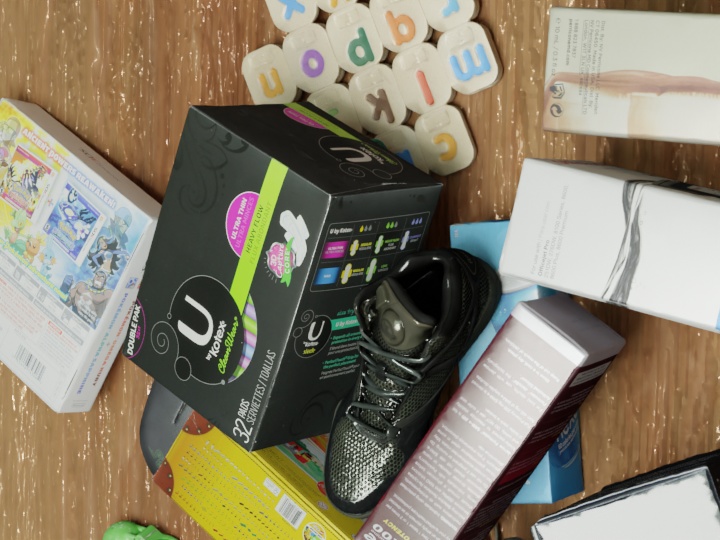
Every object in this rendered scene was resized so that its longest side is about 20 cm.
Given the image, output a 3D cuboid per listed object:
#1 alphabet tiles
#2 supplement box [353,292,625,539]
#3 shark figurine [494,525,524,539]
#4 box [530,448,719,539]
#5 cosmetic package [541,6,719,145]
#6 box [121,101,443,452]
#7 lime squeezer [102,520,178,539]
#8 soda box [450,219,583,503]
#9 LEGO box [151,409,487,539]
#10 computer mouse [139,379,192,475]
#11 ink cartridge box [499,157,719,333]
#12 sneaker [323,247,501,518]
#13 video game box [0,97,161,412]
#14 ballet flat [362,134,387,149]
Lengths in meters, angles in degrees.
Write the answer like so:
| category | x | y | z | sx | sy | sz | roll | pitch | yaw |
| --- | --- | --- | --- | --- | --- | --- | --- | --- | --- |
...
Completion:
| category | x | y | z | sx | sy | sz | roll | pitch | yaw |
| --- | --- | --- | --- | --- | --- | --- | --- | --- | --- |
| alphabet tiles | 0.006 | -0.152 | 1.398 | 0.200 | 0.015 | 0.196 | -22 | 88 | 27 |
| supplement box | 0.088 | 0.113 | 1.246 | 0.061 | 0.109 | 0.200 | 37 | 104 | 16 |
| shark figurine | 0.126 | 0.218 | 1.289 | 0.089 | 0.215 | 0.128 | -3 | 63 | 8 |
| box | 0.217 | 0.227 | 1.198 | 0.124 | 0.197 | 0.200 | -21 | 83 | 17 |
| cosmetic package | 0.232 | -0.127 | 1.237 | 0.200 | 0.103 | 0.087 | 7 | 97 | 29 |
| box | -0.057 | 0.000 | 1.315 | 0.148 | 0.124 | 0.200 | 33 | 116 | 34 |
| lime squeezer | -0.172 | 0.241 | 1.502 | 0.200 | 0.038 | 0.071 | 7 | 95 | 27 |
| soda box | 0.112 | 0.063 | 1.329 | 0.068 | 0.064 | 0.201 | -3 | 91 | 28 |
| LEGO box | -0.028 | 0.175 | 1.359 | 0.200 | 0.149 | 0.077 | 40 | 112 | 21 |
| computer mouse | -0.126 | 0.088 | 1.463 | 0.138 | 0.053 | 0.200 | 25 | 103 | 24 |
| ink cartridge box | 0.212 | -0.014 | 1.227 | 0.200 | 0.145 | 0.084 | 15 | 98 | 26 |
| sneaker | 0.018 | 0.071 | 1.258 | 0.076 | 0.114 | 0.200 | 31 | 93 | 26 |
| video game box | -0.257 | -0.014 | 1.517 | 0.200 | 0.047 | 0.182 | 38 | 111 | 30 |
| ballet flat | 0.000 | 0.000 | 1.386 | 0.072 | 0.068 | 0.200 | -11 | 93 | 41 |
